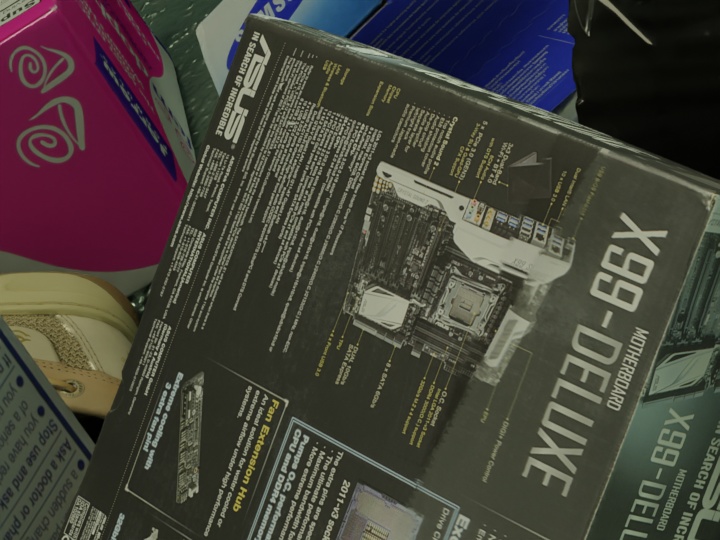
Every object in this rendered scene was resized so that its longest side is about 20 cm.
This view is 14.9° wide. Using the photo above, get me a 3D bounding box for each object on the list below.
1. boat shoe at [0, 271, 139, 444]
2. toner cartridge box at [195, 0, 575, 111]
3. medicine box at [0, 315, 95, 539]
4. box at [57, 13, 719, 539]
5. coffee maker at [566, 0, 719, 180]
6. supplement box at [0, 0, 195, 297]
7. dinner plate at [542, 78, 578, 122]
[{"bbox_3d":[-0.166,0.046,0.860,0.200,0.071,0.065,-9,41,-3],"label":"boat shoe"},{"bbox_3d":[0.054,-0.102,0.737,0.200,0.095,0.043,-42,56,31],"label":"toner cartridge box"},{"bbox_3d":[-0.154,0.095,0.691,0.103,0.200,0.182,-5,40,37],"label":"medicine box"},{"bbox_3d":[0.004,0.056,0.623,0.158,0.050,0.200,24,96,46],"label":"box"},{"bbox_3d":[0.154,-0.048,0.605,0.200,0.192,0.135,-5,54,44],"label":"coffee maker"},{"bbox_3d":[-0.126,-0.058,0.972,0.103,0.101,0.200,-30,24,6],"label":"supplement box"},{"bbox_3d":[0.046,-0.096,0.836,0.200,0.024,0.201,-13,73,49],"label":"dinner plate"}]
